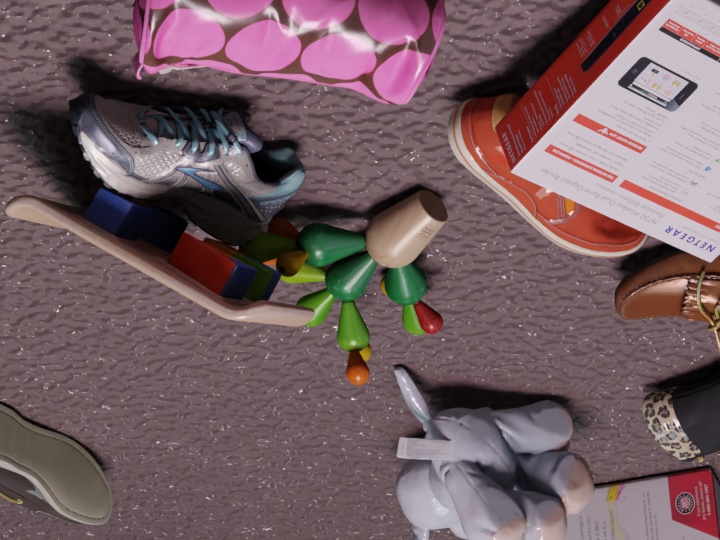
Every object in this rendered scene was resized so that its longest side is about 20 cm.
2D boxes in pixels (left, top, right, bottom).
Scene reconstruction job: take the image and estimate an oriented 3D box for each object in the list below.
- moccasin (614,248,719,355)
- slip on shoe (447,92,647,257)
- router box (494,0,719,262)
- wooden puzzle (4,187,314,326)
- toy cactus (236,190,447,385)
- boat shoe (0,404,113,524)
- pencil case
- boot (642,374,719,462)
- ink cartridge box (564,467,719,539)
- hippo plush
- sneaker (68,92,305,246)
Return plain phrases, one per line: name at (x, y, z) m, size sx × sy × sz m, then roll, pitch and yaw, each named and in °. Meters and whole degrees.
moccasin at (0.306, 0.024, 1.605) m, size 0.201 × 0.078 × 0.074 m, roll 0°, pitch 149°, yaw -2°
slip on shoe at (0.149, -0.068, 1.456) m, size 0.061 × 0.074 × 0.200 m, roll -16°, pitch 142°, yaw 43°
router box at (0.224, -0.109, 1.370) m, size 0.200 × 0.049 × 0.180 m, roll 22°, pitch 125°, yaw -33°
wooden puzzle at (-0.136, -0.015, 1.452) m, size 0.200 × 0.046 × 0.185 m, roll 24°, pitch -178°, yaw 11°
toy cactus at (0.000, 0.000, 1.561) m, size 0.200 × 0.102 × 0.165 m, roll 31°, pitch 127°, yaw -27°
boat shoe at (-0.313, 0.182, 1.862) m, size 0.061 × 0.072 × 0.201 m, roll -18°, pitch 138°, yaw 33°
pencil case at (-0.048, -0.156, 1.296) m, size 0.200 × 0.091 × 0.094 m, roll 8°, pitch 112°, yaw -11°
boot at (0.368, 0.138, 1.804) m, size 0.154 × 0.074 × 0.204 m, roll -23°, pitch 138°, yaw 37°
ink cartridge box at (0.264, 0.290, 1.975) m, size 0.200 × 0.146 × 0.083 m, roll -11°, pitch 149°, yaw 17°
hippo plush at (0.096, 0.207, 1.822) m, size 0.200 × 0.159 × 0.161 m, roll 11°, pitch 146°, yaw -19°
sneaker at (-0.121, -0.092, 1.428) m, size 0.086 × 0.078 × 0.200 m, roll -35°, pitch 143°, yaw 26°
